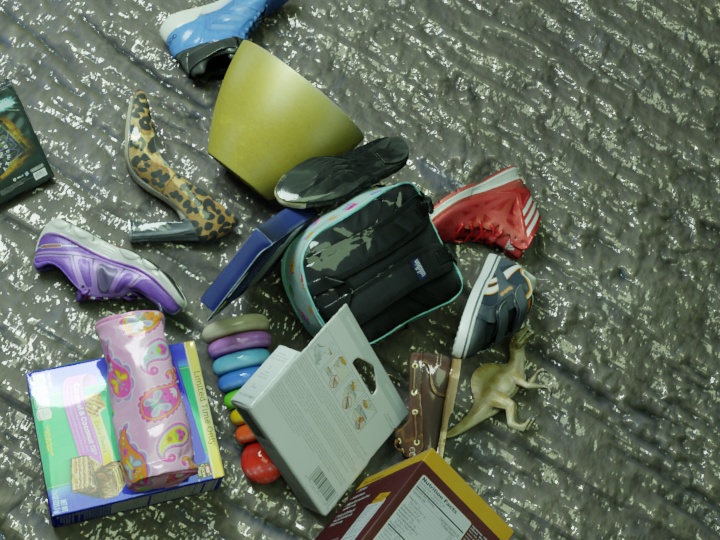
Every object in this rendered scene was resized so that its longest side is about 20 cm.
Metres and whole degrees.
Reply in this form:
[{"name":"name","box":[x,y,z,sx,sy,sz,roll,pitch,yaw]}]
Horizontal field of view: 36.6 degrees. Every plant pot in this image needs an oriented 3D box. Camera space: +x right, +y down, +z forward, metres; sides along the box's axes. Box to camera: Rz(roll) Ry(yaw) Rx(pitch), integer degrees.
[{"name":"plant pot","box":[-0.115,-0.177,1.406,0.200,0.200,0.142,37,89,1]}]

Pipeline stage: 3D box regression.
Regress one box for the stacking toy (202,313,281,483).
[{"name":"stacking toy","box":[-0.133,0.158,1.323,0.085,0.085,0.202,-10,77,-18]}]

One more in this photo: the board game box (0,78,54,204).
[{"name":"board game box","box":[-0.485,-0.128,1.313,0.199,0.136,0.028,-33,38,-24]}]

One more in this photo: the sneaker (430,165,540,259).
[{"name":"sneaker","box":[0.168,-0.057,1.482,0.199,0.078,0.116,-30,79,-21]}]

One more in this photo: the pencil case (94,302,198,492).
[{"name":"pencil case","box":[-0.239,0.142,1.216,0.087,0.088,0.201,-10,72,-18]}]

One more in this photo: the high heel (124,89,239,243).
[{"name":"high heel","box":[-0.231,-0.134,1.401,0.141,0.071,0.202,-3,87,-9]}]

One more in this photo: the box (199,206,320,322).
[{"name":"box","box":[-0.124,-0.016,1.309,0.032,0.121,0.200,41,23,1]}]

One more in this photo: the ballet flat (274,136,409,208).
[{"name":"ballet flat","box":[-0.021,-0.115,1.361,0.199,0.057,0.067,-22,72,-29]}]

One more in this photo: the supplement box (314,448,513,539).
[{"name":"supplement box","box":[0.029,0.332,1.217,0.133,0.197,0.200,45,59,-2]}]

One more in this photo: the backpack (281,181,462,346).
[{"name":"backpack","box":[0.000,0.000,1.362,0.199,0.153,0.177,-33,105,-28]}]

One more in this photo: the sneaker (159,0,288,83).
[{"name":"sneaker","box":[-0.163,-0.324,1.490,0.199,0.077,0.112,-26,73,-18]}]

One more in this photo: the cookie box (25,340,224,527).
[{"name":"cookie box","box":[-0.275,0.189,1.273,0.198,0.075,0.172,-10,73,-19]}]

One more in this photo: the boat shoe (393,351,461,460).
[{"name":"boat shoe","box":[0.076,0.201,1.352,0.070,0.070,0.202,9,87,0]}]

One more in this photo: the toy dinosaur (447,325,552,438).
[{"name":"toy dinosaur","box":[0.183,0.170,1.425,0.101,0.058,0.200,34,73,18]}]

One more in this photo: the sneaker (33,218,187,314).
[{"name":"sneaker","box":[-0.308,0.011,1.344,0.199,0.081,0.084,24,82,3]}]

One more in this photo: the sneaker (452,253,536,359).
[{"name":"sneaker","box":[0.178,0.049,1.407,0.079,0.079,0.200,20,39,10]}]

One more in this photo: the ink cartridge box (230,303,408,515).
[{"name":"ink cartridge box","box":[-0.043,0.163,1.300,0.174,0.043,0.201,-48,127,-26]}]
